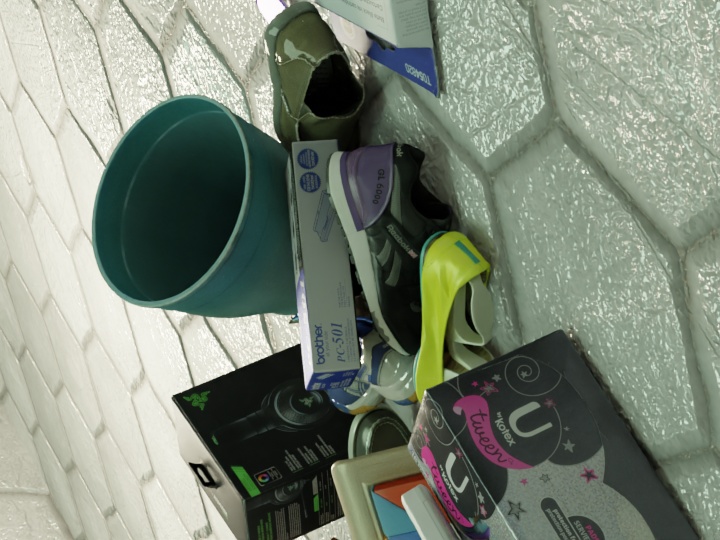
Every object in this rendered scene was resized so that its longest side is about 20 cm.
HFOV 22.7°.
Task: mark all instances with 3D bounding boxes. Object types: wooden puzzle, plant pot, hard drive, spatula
[{"bbox_3d":[0.088,0.231,1.522,0.037,0.199,0.186,-49,-56,-70],"label":"wooden puzzle"},{"bbox_3d":[-0.119,-0.041,1.692,0.199,0.188,0.201,-14,67,35],"label":"plant pot"},{"bbox_3d":[0.099,0.272,1.380,0.132,0.026,0.200,60,179,-43],"label":"hard drive"},{"bbox_3d":[-0.049,-0.175,1.674,0.201,0.020,0.056,67,158,4],"label":"spatula"}]

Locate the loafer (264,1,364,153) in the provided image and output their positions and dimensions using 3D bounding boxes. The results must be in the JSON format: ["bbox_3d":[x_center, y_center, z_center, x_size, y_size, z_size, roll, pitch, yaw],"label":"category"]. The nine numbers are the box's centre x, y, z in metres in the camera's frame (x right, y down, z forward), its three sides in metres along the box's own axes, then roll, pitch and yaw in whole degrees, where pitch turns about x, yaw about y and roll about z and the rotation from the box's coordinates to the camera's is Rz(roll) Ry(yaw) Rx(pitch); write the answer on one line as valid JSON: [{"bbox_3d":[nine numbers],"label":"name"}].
[{"bbox_3d":[-0.035,-0.144,1.567,0.070,0.075,0.200,48,167,33],"label":"loafer"}]

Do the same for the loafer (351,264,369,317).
[{"bbox_3d":[0.000,0.000,1.649,0.073,0.071,0.200,59,157,25],"label":"loafer"}]

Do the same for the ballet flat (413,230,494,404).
[{"bbox_3d":[0.083,0.057,1.517,0.067,0.067,0.201,31,139,33],"label":"ballet flat"}]

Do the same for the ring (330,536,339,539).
[{"bbox_3d":[0.045,0.311,1.755,0.200,0.019,0.200,27,176,2],"label":"ring"}]

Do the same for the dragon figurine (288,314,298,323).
[{"bbox_3d":[-0.059,-0.005,1.811,0.200,0.059,0.100,50,153,44],"label":"dragon figurine"}]

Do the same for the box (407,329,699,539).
[{"bbox_3d":[0.142,0.170,1.371,0.201,0.132,0.115,59,159,24],"label":"box"}]

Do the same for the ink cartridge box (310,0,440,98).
[{"bbox_3d":[-0.008,-0.254,1.468,0.199,0.040,0.201,37,143,55],"label":"ink cartridge box"}]

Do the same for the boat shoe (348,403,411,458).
[{"bbox_3d":[0.042,0.221,1.762,0.060,0.072,0.203,38,150,54],"label":"boat shoe"}]

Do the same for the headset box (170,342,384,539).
[{"bbox_3d":[-0.080,0.179,1.843,0.174,0.199,0.093,50,153,42],"label":"headset box"}]

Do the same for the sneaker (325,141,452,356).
[{"bbox_3d":[0.042,-0.015,1.514,0.076,0.087,0.201,-74,-32,-55],"label":"sneaker"}]

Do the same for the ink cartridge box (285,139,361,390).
[{"bbox_3d":[-0.034,-0.003,1.551,0.094,0.044,0.201,113,151,-76],"label":"ink cartridge box"}]

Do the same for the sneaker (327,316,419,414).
[{"bbox_3d":[0.007,0.078,1.670,0.088,0.075,0.200,43,156,-11],"label":"sneaker"}]
